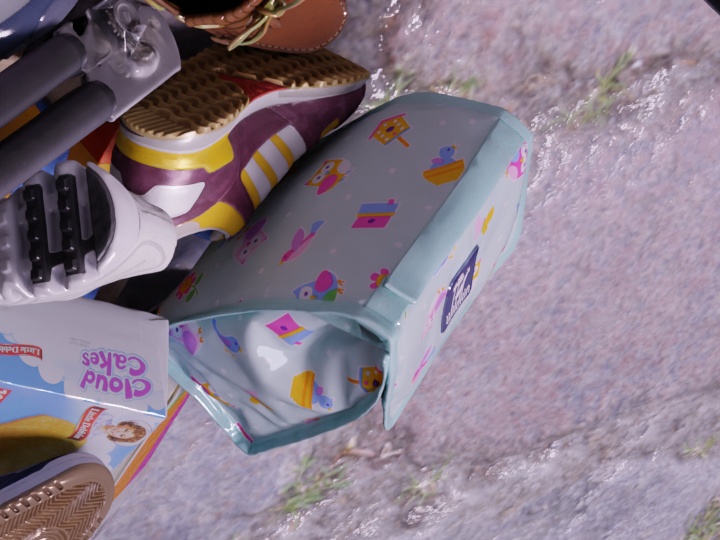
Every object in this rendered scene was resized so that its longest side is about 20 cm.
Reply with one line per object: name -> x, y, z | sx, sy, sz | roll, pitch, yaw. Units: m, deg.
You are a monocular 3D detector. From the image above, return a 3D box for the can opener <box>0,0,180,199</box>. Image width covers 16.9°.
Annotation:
can opener -> -0.156, -0.081, 1.183 | 0.067, 0.053, 0.200 | -24, -167, 37

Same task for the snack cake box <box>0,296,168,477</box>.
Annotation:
snack cake box -> -0.201, 0.086, 1.333 | 0.115, 0.067, 0.200 | 16, 142, -27

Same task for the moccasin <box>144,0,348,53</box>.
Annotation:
moccasin -> -0.070, -0.154, 1.244 | 0.074, 0.078, 0.201 | -46, 146, 9

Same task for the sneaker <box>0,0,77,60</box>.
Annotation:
sneaker -> -0.221, -0.131, 1.139 | 0.200, 0.070, 0.082 | -25, 147, -22

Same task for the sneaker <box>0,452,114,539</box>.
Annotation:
sneaker -> -0.235, 0.136, 1.295 | 0.200, 0.109, 0.070 | -35, 140, -4

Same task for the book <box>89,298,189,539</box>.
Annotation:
book -> -0.143, 0.103, 1.465 | 0.200, 0.048, 0.134 | -57, 174, 25

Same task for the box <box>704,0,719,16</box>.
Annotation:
box -> 0.317, -0.167, 1.478 | 0.198, 0.200, 0.123 | 11, 123, -48

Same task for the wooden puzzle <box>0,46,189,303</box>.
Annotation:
wooden puzzle -> -0.179, -0.036, 1.311 | 0.200, 0.046, 0.185 | 4, 128, -45

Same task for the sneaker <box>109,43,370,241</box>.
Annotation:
sneaker -> -0.070, -0.067, 1.304 | 0.200, 0.075, 0.090 | -24, 135, -52

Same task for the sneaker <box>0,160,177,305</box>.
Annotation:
sneaker -> -0.183, -0.007, 1.218 | 0.200, 0.075, 0.081 | -5, 173, 29

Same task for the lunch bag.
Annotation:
lunch bag -> 0.000, 0.000, 1.319 | 0.200, 0.122, 0.170 | -20, -153, 53
